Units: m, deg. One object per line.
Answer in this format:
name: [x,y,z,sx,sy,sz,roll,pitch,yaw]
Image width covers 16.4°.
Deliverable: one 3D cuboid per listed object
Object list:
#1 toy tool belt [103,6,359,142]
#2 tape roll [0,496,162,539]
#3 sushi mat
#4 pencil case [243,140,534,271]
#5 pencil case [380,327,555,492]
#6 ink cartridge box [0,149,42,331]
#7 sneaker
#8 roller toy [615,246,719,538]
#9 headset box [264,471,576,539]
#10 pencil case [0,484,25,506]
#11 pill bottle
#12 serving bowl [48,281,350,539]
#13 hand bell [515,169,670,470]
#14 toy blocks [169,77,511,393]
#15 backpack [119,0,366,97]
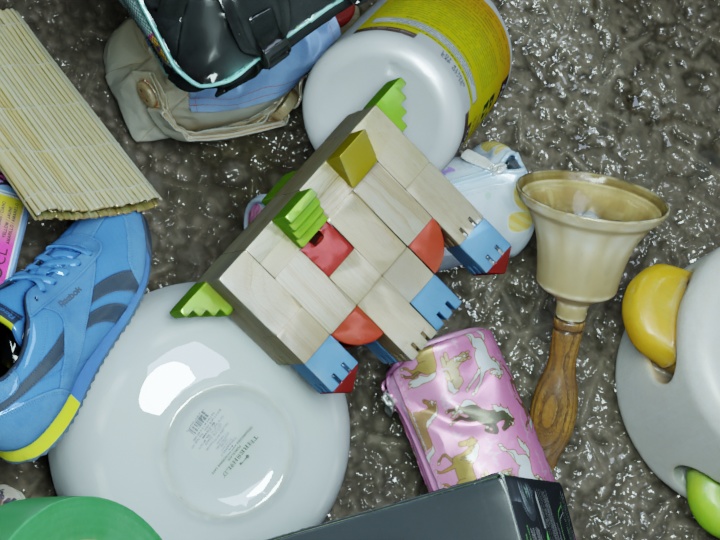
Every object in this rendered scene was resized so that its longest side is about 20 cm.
toy tool belt: [-0.070,-0.161,1.679,0.200,0.123,0.125,-24,83,-26]
tape roll: [-0.177,0.234,1.477,0.200,0.048,0.201,12,75,-52]
sushi mat: [-0.215,-0.103,1.607,0.096,0.012,0.200,-8,48,-42]
pencil case: [0.021,-0.031,1.690,0.200,0.091,0.083,-15,79,-24]
pencil case: [0.083,0.140,1.664,0.086,0.083,0.200,-25,82,17]
ink cartridge box: [-0.316,-0.031,1.571,0.200,0.076,0.137,16,68,-14]
sneaker: [-0.190,0.020,1.536,0.078,0.066,0.200,57,45,-39]
roller toy: [0.282,0.068,1.731,0.182,0.140,0.200,-27,84,-27]
headset box: [0.036,0.192,1.527,0.174,0.200,0.093,-17,80,13]
pencil case: [-0.306,0.141,1.498,0.200,0.089,0.078,19,71,-21]
pill bottle: [0.038,-0.132,1.679,0.109,0.109,0.200,44,27,-3]
serving bowl: [-0.094,0.109,1.576,0.200,0.066,0.200,-2,95,-20]
hand bell: [0.141,0.042,1.689,0.104,0.104,0.200,0,111,-21]
toy blocks: [0.000,0.000,1.555,0.137,0.100,0.200,46,73,-12]
backpack: [-0.094,-0.229,1.522,0.176,0.153,0.200,-36,105,-7]
